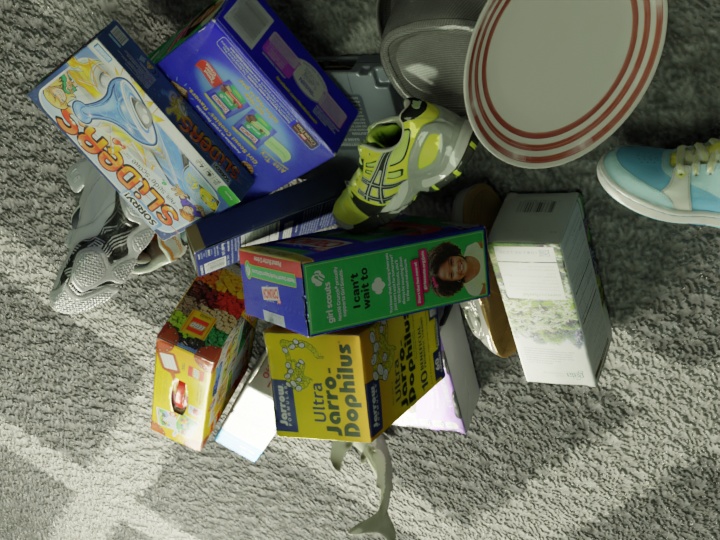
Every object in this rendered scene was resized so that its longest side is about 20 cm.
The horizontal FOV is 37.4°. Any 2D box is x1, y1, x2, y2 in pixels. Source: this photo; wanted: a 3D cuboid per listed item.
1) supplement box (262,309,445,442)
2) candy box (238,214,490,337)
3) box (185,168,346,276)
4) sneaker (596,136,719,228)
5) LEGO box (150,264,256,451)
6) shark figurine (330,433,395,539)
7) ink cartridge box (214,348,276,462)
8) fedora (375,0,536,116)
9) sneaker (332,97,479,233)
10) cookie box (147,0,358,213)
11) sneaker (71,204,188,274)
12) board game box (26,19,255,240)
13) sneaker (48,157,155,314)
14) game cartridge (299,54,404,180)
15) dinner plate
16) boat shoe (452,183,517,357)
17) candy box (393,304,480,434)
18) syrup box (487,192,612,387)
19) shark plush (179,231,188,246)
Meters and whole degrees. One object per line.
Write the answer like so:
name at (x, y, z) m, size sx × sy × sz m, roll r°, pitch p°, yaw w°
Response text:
supplement box at (0.000, 0.088, 1.093) m, size 0.108 × 0.200 × 0.110 m, roll -1°, pitch 103°, yaw 26°
candy box at (0.000, 0.000, 1.046) m, size 0.169 × 0.198 × 0.078 m, roll 13°, pitch 114°, yaw 62°
box at (-0.082, -0.053, 1.100) m, size 0.121 × 0.198 × 0.033 m, roll 120°, pitch 129°, yaw -76°
sneaker at (0.312, -0.101, 0.910) m, size 0.198 × 0.080 × 0.131 m, roll 13°, pitch 140°, yaw 3°
LEGO box at (-0.194, 0.105, 1.337) m, size 0.077 × 0.150 × 0.201 m, roll 23°, pitch 139°, yaw 6°
shark figurine at (0.018, 0.245, 1.403) m, size 0.128 × 0.215 × 0.089 m, roll -41°, pitch 149°, yaw 19°
ink cartridge box at (-0.111, 0.147, 1.359) m, size 0.066 × 0.116 × 0.200 m, roll 30°, pitch 139°, yaw -3°
fedora at (0.095, -0.198, 0.917) m, size 0.198 × 0.091 × 0.178 m, roll 3°, pitch 133°, yaw 26°
sneaker at (0.027, -0.100, 0.973) m, size 0.076 × 0.076 × 0.200 m, roll 36°, pitch 142°, yaw -16°
cookie box at (-0.130, -0.157, 1.041) m, size 0.199 × 0.076 × 0.171 m, roll -23°, pitch 118°, yaw 42°
sneaker at (-0.288, -0.045, 1.292) m, size 0.198 × 0.080 × 0.079 m, roll -2°, pitch 132°, yaw 32°
board game box at (-0.213, -0.129, 1.033) m, size 0.135 × 0.035 × 0.200 m, roll -21°, pitch 118°, yaw 43°
sneaker at (-0.299, -0.052, 1.210) m, size 0.115 × 0.201 × 0.075 m, roll 37°, pitch -178°, yaw 37°
game cartridge at (-0.044, -0.153, 1.083) m, size 0.198 × 0.041 × 0.134 m, roll 4°, pitch 130°, yaw 25°
dinner plate at (0.164, -0.178, 0.862) m, size 0.024 × 0.199 × 0.201 m, roll 45°, pitch 159°, yaw 48°
boat shoe at (0.121, -0.001, 1.120) m, size 0.069 × 0.071 × 0.202 m, roll 22°, pitch 134°, yaw 48°
candy box at (0.029, 0.106, 1.275) m, size 0.198 × 0.072 × 0.169 m, roll 3°, pitch 132°, yaw 25°
syrup box at (0.198, 0.022, 1.092) m, size 0.078 × 0.082 × 0.201 m, roll 2°, pitch 133°, yaw 29°
shark plush at (-0.165, -0.122, 1.186) m, size 0.082 × 0.091 × 0.202 m, roll -4°, pitch 111°, yaw 6°
